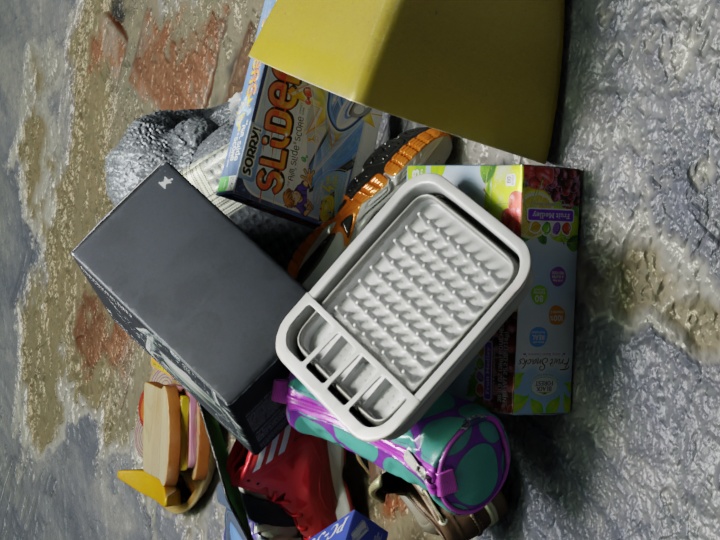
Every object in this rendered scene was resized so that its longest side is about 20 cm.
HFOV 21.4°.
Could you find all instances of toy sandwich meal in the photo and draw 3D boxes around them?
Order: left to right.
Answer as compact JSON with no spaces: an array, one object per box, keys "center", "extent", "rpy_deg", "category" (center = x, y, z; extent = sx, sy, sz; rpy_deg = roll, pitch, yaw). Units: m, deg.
[{"center":[-0.221,0.182,2.142],"extent":[0.205,0.070,0.207],"rpy_deg":[-5,84,60],"category":"toy sandwich meal"}]

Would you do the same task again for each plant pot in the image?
[{"center":[0.057,-0.216,1.583],"extent":[0.200,0.199,0.177],"rpy_deg":[30,102,57],"category":"plant pot"}]

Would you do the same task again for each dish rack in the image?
[{"center":[0.040,0.034,1.524],"extent":[0.200,0.044,0.172],"rpy_deg":[-49,45,1],"category":"dish rack"}]

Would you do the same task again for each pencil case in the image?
[{"center":[0.026,0.125,1.566],"extent":[0.199,0.092,0.086],"rpy_deg":[22,116,41],"category":"pencil case"}]

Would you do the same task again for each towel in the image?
[{"center":[-0.118,-0.017,1.826],"extent":[0.199,0.035,0.193],"rpy_deg":[-29,93,30],"category":"towel"}]

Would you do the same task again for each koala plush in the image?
[{"center":[-0.139,-0.097,1.939],"extent":[0.199,0.183,0.179],"rpy_deg":[-2,87,48],"category":"koala plush"}]

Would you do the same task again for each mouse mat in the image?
[{"center":[-0.138,0.164,1.835],"extent":[0.161,0.007,0.201],"rpy_deg":[75,175,-62],"category":"mouse mat"}]

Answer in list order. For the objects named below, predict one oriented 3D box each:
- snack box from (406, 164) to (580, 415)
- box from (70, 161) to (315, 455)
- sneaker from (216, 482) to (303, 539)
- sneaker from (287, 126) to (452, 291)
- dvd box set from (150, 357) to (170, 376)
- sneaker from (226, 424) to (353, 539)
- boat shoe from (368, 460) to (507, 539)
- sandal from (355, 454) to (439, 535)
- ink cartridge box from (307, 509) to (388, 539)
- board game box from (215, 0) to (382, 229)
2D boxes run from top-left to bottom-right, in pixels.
[{"center":[0.105,0.013,1.592],"extent":[0.168,0.067,0.201],"rpy_deg":[6,93,58],"category":"snack box"},{"center":[-0.131,0.037,1.691],"extent":[0.200,0.124,0.197],"rpy_deg":[42,168,15],"category":"box"},{"center":[-0.082,0.268,1.887],"extent":[0.200,0.080,0.147],"rpy_deg":[-118,37,-49],"category":"sneaker"},{"center":[0.024,-0.038,1.717],"extent":[0.200,0.092,0.076],"rpy_deg":[-50,23,4],"category":"sneaker"},{"center":[-0.140,0.052,1.930],"extent":[0.146,0.029,0.201],"rpy_deg":[27,135,17],"category":"dvd box set"},{"center":[-0.071,0.214,1.810],"extent":[0.078,0.115,0.201],"rpy_deg":[-160,62,-66],"category":"sneaker"},{"center":[0.032,0.163,1.639],"extent":[0.202,0.075,0.075],"rpy_deg":[37,160,37],"category":"boat shoe"},{"center":[0.026,0.166,1.732],"extent":[0.200,0.054,0.082],"rpy_deg":[57,135,46],"category":"sandal"},{"center":[-0.058,0.301,1.745],"extent":[0.200,0.044,0.094],"rpy_deg":[-38,24,42],"category":"ink cartridge box"},{"center":[-0.046,-0.145,1.746],"extent":[0.034,0.135,0.201],"rpy_deg":[-1,73,57],"category":"board game box"}]
